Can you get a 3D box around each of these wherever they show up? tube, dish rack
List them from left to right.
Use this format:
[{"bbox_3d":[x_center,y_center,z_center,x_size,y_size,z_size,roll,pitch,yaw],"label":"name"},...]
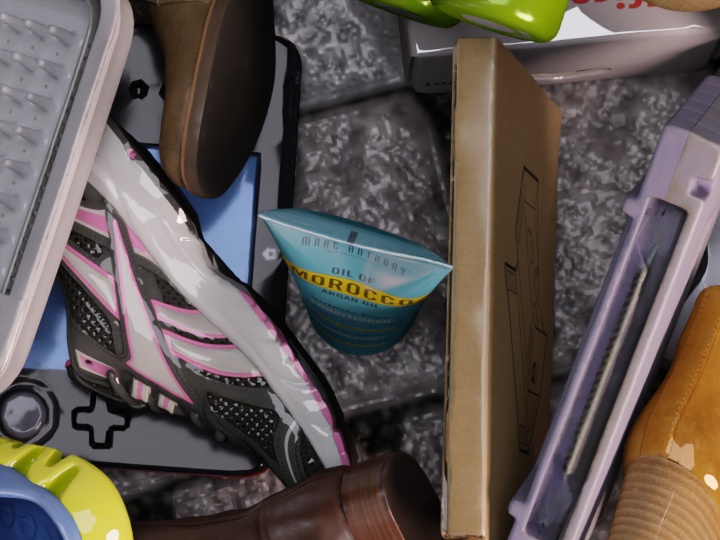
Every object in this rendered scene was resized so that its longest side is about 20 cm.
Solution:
[{"bbox_3d":[-0.178,-0.047,1.201,0.171,0.043,0.201,16,87,36],"label":"dish rack"},{"bbox_3d":[0.000,0.000,1.171,0.077,0.200,0.051,10,82,2],"label":"tube"}]

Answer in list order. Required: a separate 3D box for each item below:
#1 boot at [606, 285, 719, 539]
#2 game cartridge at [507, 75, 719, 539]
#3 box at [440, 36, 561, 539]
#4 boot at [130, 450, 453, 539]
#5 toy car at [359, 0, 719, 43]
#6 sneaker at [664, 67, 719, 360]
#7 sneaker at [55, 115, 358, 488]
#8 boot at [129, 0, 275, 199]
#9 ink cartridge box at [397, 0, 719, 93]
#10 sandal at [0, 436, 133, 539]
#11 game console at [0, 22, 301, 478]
[{"bbox_3d":[0.161,0.108,1.186,0.070,0.201,0.145,12,63,29],"label":"boot"},{"bbox_3d":[0.106,0.025,1.131,0.038,0.130,0.201,21,107,5],"label":"game cartridge"},{"bbox_3d":[0.061,0.016,1.189,0.021,0.163,0.201,0,83,13],"label":"box"},{"bbox_3d":[-0.033,0.178,1.195,0.199,0.064,0.187,-18,96,30],"label":"boot"},{"bbox_3d":[0.119,-0.158,1.161,0.199,0.158,0.165,19,90,-27],"label":"toy car"},{"bbox_3d":[0.195,-0.036,1.242,0.114,0.075,0.201,28,89,2],"label":"sneaker"},{"bbox_3d":[-0.081,0.032,1.217,0.086,0.080,0.200,-39,81,3],"label":"sneaker"},{"bbox_3d":[-0.077,-0.119,1.240,0.075,0.074,0.201,0,60,11],"label":"boot"},{"bbox_3d":[0.082,-0.190,1.252,0.145,0.086,0.201,-5,83,-1],"label":"ink cartridge box"},{"bbox_3d":[-0.195,0.094,1.186,0.199,0.087,0.080,17,121,30],"label":"sandal"},{"bbox_3d":[-0.119,-0.012,1.257,0.176,0.031,0.201,4,84,0],"label":"game console"}]
